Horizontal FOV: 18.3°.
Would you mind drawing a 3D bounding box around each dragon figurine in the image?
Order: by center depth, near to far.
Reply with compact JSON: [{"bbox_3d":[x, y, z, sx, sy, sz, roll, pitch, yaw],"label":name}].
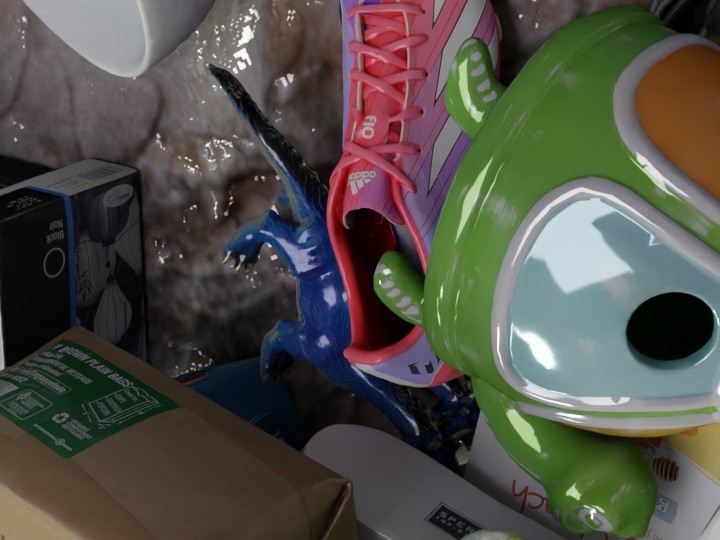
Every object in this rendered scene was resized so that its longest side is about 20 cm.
[{"bbox_3d":[0.000,0.000,0.945,0.099,0.059,0.201,1,111,36],"label":"dragon figurine"}]

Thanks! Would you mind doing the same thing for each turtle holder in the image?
[{"bbox_3d":[0.089,0.006,0.797,0.132,0.141,0.186,32,99,26],"label":"turtle holder"}]

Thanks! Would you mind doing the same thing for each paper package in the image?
[{"bbox_3d":[-0.093,0.147,0.937,0.200,0.103,0.191,25,128,45],"label":"paper package"}]

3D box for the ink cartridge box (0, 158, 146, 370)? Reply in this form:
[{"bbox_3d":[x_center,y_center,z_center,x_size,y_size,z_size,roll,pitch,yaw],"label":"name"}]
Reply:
[{"bbox_3d":[-0.144,0.056,1.054,0.039,0.099,0.201,13,115,33],"label":"ink cartridge box"}]

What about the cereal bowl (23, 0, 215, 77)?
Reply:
[{"bbox_3d":[-0.120,-0.184,0.932,0.200,0.083,0.200,47,162,20],"label":"cereal bowl"}]

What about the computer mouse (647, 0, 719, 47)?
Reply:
[{"bbox_3d":[0.083,-0.166,0.834,0.200,0.044,0.110,39,131,14],"label":"computer mouse"}]

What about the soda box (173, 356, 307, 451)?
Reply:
[{"bbox_3d":[-0.048,0.145,1.034,0.068,0.064,0.201,-15,97,41],"label":"soda box"}]

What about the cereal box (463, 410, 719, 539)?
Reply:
[{"bbox_3d":[0.105,0.120,0.920,0.144,0.039,0.201,27,121,28],"label":"cereal box"}]

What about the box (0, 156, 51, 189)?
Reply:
[{"bbox_3d":[-0.234,0.058,1.071,0.104,0.182,0.201,17,116,32],"label":"box"}]

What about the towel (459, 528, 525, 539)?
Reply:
[{"bbox_3d":[-0.017,0.196,0.828,0.199,0.048,0.172,-15,117,-2],"label":"towel"}]

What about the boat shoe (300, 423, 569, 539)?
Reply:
[{"bbox_3d":[0.050,0.142,0.898,0.200,0.072,0.068,32,131,20],"label":"boat shoe"}]

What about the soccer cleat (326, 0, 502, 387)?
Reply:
[{"bbox_3d":[0.016,-0.054,0.881,0.067,0.076,0.201,-8,86,35],"label":"soccer cleat"}]

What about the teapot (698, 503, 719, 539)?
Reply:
[{"bbox_3d":[0.212,0.064,0.727,0.146,0.197,0.200,34,137,10],"label":"teapot"}]
